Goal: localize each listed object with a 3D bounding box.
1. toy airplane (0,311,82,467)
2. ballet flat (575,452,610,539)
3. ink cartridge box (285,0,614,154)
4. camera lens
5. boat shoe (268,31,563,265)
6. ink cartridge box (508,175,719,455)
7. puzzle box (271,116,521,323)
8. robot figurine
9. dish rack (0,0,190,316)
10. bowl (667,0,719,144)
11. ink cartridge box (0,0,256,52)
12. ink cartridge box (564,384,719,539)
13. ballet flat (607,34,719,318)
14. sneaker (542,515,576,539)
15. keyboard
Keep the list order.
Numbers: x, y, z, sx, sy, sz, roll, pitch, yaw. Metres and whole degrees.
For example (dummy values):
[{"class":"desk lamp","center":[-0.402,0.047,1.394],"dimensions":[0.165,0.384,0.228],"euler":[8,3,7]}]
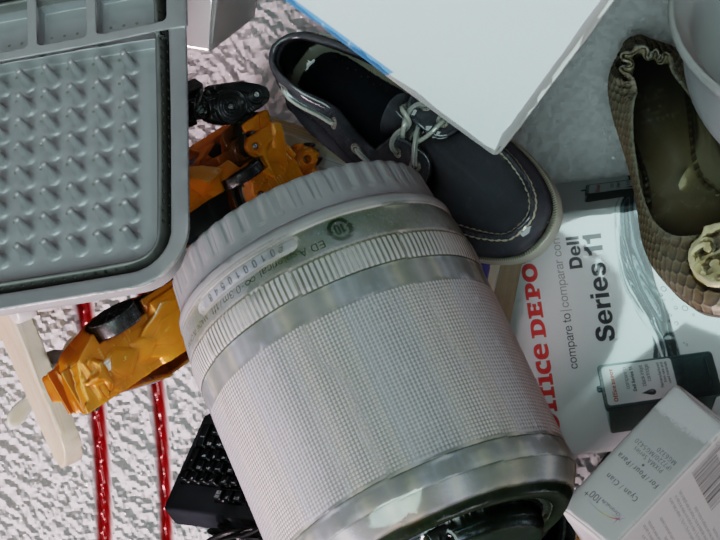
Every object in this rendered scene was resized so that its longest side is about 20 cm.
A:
[{"class":"toy airplane","center":[-0.216,-0.011,1.469],"dimensions":[0.199,0.141,0.200],"euler":[32,126,33]},{"class":"ballet flat","center":[0.142,0.179,1.498],"dimensions":[0.073,0.073,0.200],"euler":[31,107,0]},{"class":"ink cartridge box","center":[0.063,-0.170,1.343],"dimensions":[0.147,0.200,0.145],"euler":[36,102,-1]},{"class":"camera lens","center":[0.006,0.066,1.295],"dimensions":[0.160,0.160,0.200],"euler":[-31,69,16]},{"class":"boat shoe","center":[0.023,-0.069,1.374],"dimensions":[0.200,0.063,0.073],"euler":[38,94,33]},{"class":"ink cartridge box","center":[0.181,0.020,1.440],"dimensions":[0.200,0.083,0.147],"euler":[-7,103,12]},{"class":"puzzle box","center":[0.000,0.000,1.449],"dimensions":[0.200,0.025,0.133],"euler":[22,109,33]},{"class":"robot figurine","center":[-0.103,-0.016,1.392],"dimensions":[0.200,0.058,0.145],"euler":[-35,106,-28]},{"class":"dish rack","center":[-0.165,-0.065,1.320],"dimensions":[0.171,0.044,0.200],"euler":[-9,63,11]},{"class":"bowl","center":[0.258,-0.099,1.357],"dimensions":[0.201,0.201,0.090],"euler":[10,133,7]},{"class":"ink cartridge box","center":[-0.135,-0.200,1.409],"dimensions":[0.200,0.129,0.126],"euler":[10,107,7]},{"class":"ink cartridge box","center":[0.150,0.175,1.406],"dimensions":[0.176,0.200,0.045],"euler":[-47,59,-8]},{"class":"ballet flat","center":[0.174,-0.057,1.369],"dimensions":[0.067,0.200,0.046],"euler":[-16,139,4]},{"class":"sneaker","center":[0.085,0.155,1.430],"dimensions":[0.099,0.200,0.071],"euler":[-39,86,19]},{"class":"keyboard","center":[-0.039,0.124,1.458],"dimensions":[0.200,0.040,0.104],"euler":[0,63,42]}]
